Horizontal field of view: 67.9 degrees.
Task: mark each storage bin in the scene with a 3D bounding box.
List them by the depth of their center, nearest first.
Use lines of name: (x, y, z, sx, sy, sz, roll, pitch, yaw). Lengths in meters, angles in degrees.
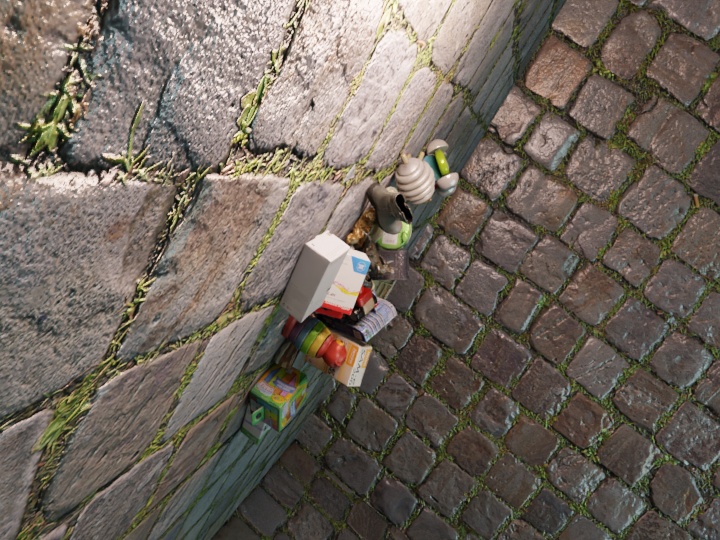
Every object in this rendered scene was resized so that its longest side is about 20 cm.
storage bin: (0.062, -0.015, 1.769, 0.135, 0.193, 0.097, 8, 80, -80)
storage bin: (0.055, 0.013, 1.972, 0.201, 0.092, 0.202, -60, -162, 29)

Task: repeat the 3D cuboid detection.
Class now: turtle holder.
turtle holder: (0.099, -0.158, 1.787, 0.138, 0.190, 0.132, -23, 172, 5)

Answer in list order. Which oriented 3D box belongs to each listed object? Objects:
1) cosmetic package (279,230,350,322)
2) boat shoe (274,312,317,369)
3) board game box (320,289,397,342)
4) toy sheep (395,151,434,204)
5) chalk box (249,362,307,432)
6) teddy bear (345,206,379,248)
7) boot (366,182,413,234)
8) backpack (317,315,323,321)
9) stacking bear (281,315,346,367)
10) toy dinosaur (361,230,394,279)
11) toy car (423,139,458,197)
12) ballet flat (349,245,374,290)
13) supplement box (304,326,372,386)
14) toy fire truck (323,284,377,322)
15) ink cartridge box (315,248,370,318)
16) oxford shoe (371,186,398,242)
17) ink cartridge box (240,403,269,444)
cosmetic package: (-0.115, 0.014, 1.327, 0.113, 0.080, 0.203, -40, 163, -55)
boat shoe: (-0.192, 0.223, 1.695, 0.202, 0.071, 0.076, -56, 172, -5)
board game box: (0.009, 0.118, 1.681, 0.199, 0.197, 0.063, -39, 125, -32)
toy sheep: (0.167, -0.284, 1.650, 0.139, 0.136, 0.201, -52, 128, -16)
chalk box: (-0.271, 0.409, 1.695, 0.200, 0.121, 0.127, -48, 155, -44)
teddy bear: (0.023, -0.148, 1.608, 0.201, 0.067, 0.144, -52, 163, 14)
boot: (0.098, -0.152, 1.498, 0.068, 0.130, 0.201, -47, 137, -12)
backpack: (-0.099, 0.243, 1.991, 0.135, 0.183, 0.200, -45, -178, -5)
stacking bear: (-0.125, 0.206, 1.580, 0.115, 0.198, 0.121, -56, 171, 11)
toy dinosaur: (0.030, -0.042, 1.608, 0.075, 0.202, 0.104, -22, -145, 18)
toy car: (0.262, -0.356, 1.930, 0.146, 0.180, 0.200, -18, 172, 3)
ballet flat: (0.000, 0.000, 1.628, 0.056, 0.067, 0.200, -36, 137, 3)
supplement box: (-0.072, 0.262, 1.670, 0.073, 0.197, 0.130, 15, 94, -51)
toy fire truck: (-0.064, 0.041, 1.578, 0.128, 0.173, 0.205, -38, 124, -34)
ink cartridge box: (-0.062, 0.041, 1.456, 0.067, 0.113, 0.205, -124, -127, -66)
oxford shoe: (0.067, -0.171, 1.700, 0.204, 0.074, 0.058, -62, 172, 15)
ink cartridge box: (-0.328, 0.482, 1.848, 0.145, 0.083, 0.202, -48, 167, -44)
